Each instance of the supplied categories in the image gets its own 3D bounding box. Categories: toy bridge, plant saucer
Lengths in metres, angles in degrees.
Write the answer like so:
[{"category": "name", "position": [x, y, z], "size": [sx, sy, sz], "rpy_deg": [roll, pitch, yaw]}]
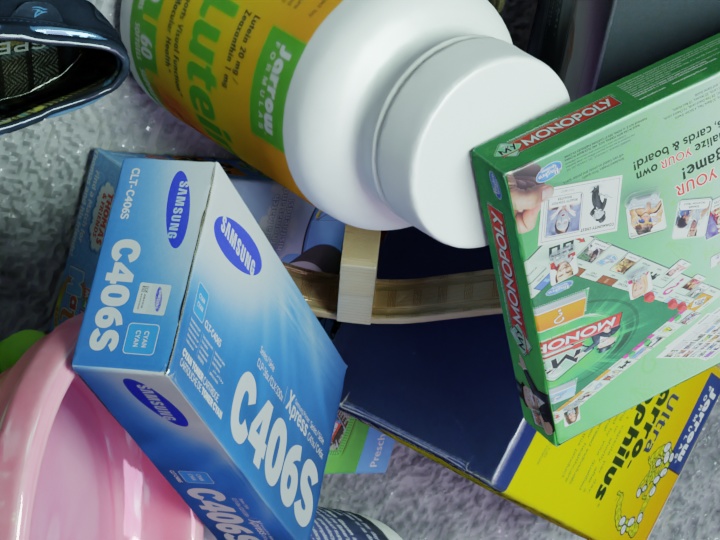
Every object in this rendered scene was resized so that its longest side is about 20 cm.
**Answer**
[{"category": "toy bridge", "position": [0.000, 0.000, 1.192], "size": [0.067, 0.200, 0.027], "rpy_deg": [96, 1, -65]}, {"category": "plant saucer", "position": [-0.121, 0.115, 1.117], "size": [0.201, 0.051, 0.201], "rpy_deg": [3, 90, -73]}]

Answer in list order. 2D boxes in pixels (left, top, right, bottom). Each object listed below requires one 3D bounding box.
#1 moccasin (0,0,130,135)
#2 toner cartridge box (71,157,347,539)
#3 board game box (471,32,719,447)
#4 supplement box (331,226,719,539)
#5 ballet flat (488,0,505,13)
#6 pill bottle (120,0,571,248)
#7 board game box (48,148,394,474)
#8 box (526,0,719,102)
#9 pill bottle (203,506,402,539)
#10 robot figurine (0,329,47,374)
[{"category": "moccasin", "position": [-0.185, -0.078, 1.098], "size": [0.200, 0.068, 0.081], "rpy_deg": [-23, 126, -28]}, {"category": "toner cartridge box", "position": [-0.059, 0.040, 1.148], "size": [0.200, 0.043, 0.095], "rpy_deg": [59, 38, -60]}, {"category": "board game box", "position": [0.146, -0.028, 1.124], "size": [0.200, 0.029, 0.135], "rpy_deg": [-25, 125, -19]}, {"category": "supplement box", "position": [0.081, 0.055, 1.317], "size": [0.110, 0.109, 0.200], "rpy_deg": [-63, 150, -3]}, {"category": "ballet flat", "position": [0.029, -0.195, 1.215], "size": [0.065, 0.070, 0.200], "rpy_deg": [-56, 140, -21]}, {"category": "pill bottle", "position": [-0.005, -0.084, 1.150], "size": [0.111, 0.200, 0.111], "rpy_deg": [-19, 123, -31]}, {"category": "board game box", "position": [-0.053, 0.023, 1.283], "size": [0.200, 0.037, 0.151], "rpy_deg": [2, 111, -39]}, {"category": "box", "position": [0.153, -0.125, 1.241], "size": [0.123, 0.198, 0.200], "rpy_deg": [10, 109, -7]}, {"category": "pill bottle", "position": [-0.037, 0.167, 1.321], "size": [0.200, 0.111, 0.111], "rpy_deg": [14, 104, -43]}, {"category": "robot figurine", "position": [-0.201, 0.087, 1.141], "size": [0.176, 0.116, 0.200], "rpy_deg": [-59, 144, -44]}]
